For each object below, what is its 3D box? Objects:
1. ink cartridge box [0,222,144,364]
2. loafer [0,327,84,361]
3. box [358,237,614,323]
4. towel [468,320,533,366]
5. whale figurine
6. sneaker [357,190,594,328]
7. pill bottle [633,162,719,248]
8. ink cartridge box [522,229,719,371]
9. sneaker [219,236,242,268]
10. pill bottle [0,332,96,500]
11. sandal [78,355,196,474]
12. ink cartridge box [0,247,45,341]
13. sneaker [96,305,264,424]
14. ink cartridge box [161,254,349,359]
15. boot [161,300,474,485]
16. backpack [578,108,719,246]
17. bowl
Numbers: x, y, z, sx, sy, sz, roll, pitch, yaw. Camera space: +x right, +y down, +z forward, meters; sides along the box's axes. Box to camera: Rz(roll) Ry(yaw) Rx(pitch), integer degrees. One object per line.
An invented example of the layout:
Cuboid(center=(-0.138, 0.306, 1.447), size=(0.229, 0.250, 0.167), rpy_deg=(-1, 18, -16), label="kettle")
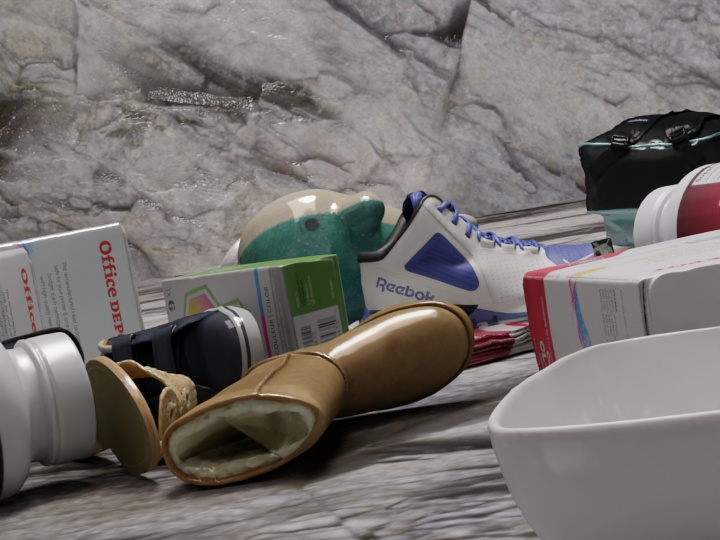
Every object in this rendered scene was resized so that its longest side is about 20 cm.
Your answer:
Cuboid(center=(-0.319, 0.043, 1.797), size=(0.199, 0.147, 0.083), rpy_deg=(-11, 2, -18), label="ink cartridge box")
Cuboid(center=(-0.270, 0.093, 1.333), size=(0.200, 0.068, 0.070), rpy_deg=(-32, -7, -44), label="loafer")
Cuboid(center=(0.111, 0.018, 1.644), size=(0.137, 0.040, 0.199), rpy_deg=(-15, -1, -45), label="box")
Cuboid(center=(0.102, 0.051, 1.484), size=(0.199, 0.023, 0.144), rpy_deg=(-13, 4, -29), label="towel")
Cuboid(center=(0.000, 0.000, 1.529), size=(0.199, 0.104, 0.159), rpy_deg=(-2, -32, -13), label="whale figurine")
Cuboid(center=(0.084, -0.012, 1.449), size=(0.198, 0.116, 0.081), rpy_deg=(-13, 3, -5), label="sneaker")
Cuboid(center=(0.313, -0.032, 1.455), size=(0.113, 0.114, 0.200), rpy_deg=(-13, 4, -35), label="pill bottle")
Cuboid(center=(0.198, 0.029, 1.097), size=(0.147, 0.086, 0.200), rpy_deg=(-11, 5, -12), label="ink cartridge box")
Cuboid(center=(-0.064, 0.047, 1.731), size=(0.112, 0.073, 0.200), rpy_deg=(32, -12, 19), label="sneaker")
Cuboid(center=(-0.271, 0.098, 1.149), size=(0.199, 0.112, 0.111), rpy_deg=(-12, 4, -26), label="pill bottle")
Cuboid(center=(-0.144, 0.087, 1.225), size=(0.069, 0.078, 0.212), rpy_deg=(-19, 2, -24), label="sandal")
Cuboid(center=(-0.322, 0.068, 1.463), size=(0.083, 0.145, 0.200), rpy_deg=(-9, 4, 14), label="ink cartridge box")
Cuboid(center=(-0.143, 0.078, 1.362), size=(0.079, 0.079, 0.200), rpy_deg=(-7, -10, -32), label="sneaker")
Cuboid(center=(-0.095, 0.050, 1.422), size=(0.059, 0.104, 0.199), rpy_deg=(-13, 5, -43), label="ink cartridge box")
Cuboid(center=(-0.018, 0.078, 1.161), size=(0.174, 0.066, 0.200), rpy_deg=(-22, 1, 10), label="boot")
Cuboid(center=(0.354, -0.108, 2.118), size=(0.175, 0.154, 0.200), rpy_deg=(-6, 15, 23), label="backpack")
Cuboid(center=(0.162, 0.067, 0.725), size=(0.199, 0.075, 0.200), rpy_deg=(-9, 3, 19), label="bowl")
